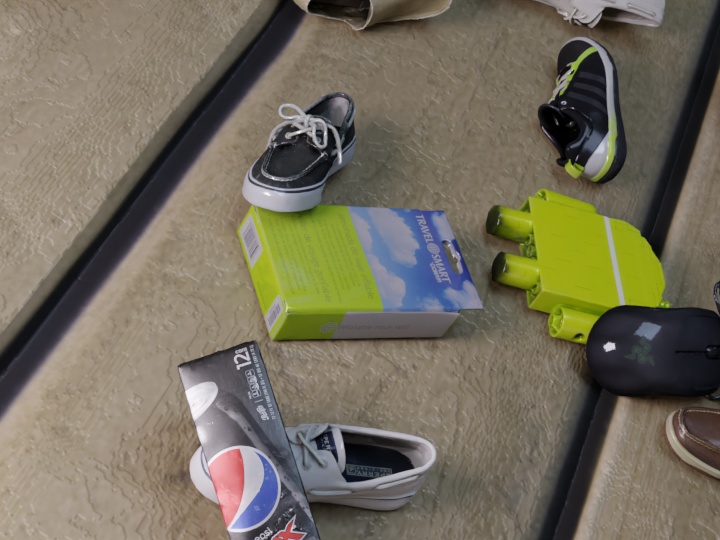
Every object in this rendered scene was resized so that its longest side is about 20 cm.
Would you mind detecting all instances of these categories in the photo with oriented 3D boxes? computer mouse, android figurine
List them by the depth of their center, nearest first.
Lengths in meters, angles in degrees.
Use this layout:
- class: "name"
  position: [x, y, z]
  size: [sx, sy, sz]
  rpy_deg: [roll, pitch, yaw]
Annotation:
- class: "computer mouse"
  position: [0.308, 0.071, 1.436]
  size: [0.199, 0.053, 0.139]
  rpy_deg: [-3, 91, -27]
- class: "android figurine"
  position: [0.219, -0.004, 1.487]
  size: [0.199, 0.041, 0.182]
  rpy_deg: [13, 48, -21]

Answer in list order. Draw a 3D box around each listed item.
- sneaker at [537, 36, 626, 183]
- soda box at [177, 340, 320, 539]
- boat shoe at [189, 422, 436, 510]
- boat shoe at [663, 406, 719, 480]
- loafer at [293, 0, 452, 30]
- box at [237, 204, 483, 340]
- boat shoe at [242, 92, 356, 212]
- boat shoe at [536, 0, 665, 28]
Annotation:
- class: "sneaker"
  position: [0.232, -0.182, 1.624]
  size: [0.083, 0.072, 0.200]
  rpy_deg: [10, 49, -22]
- class: "soda box"
  position: [-0.074, 0.158, 1.103]
  size: [0.063, 0.071, 0.201]
  rpy_deg: [-18, 76, -5]
- class: "boat shoe"
  position: [-0.034, 0.147, 1.186]
  size: [0.199, 0.065, 0.074]
  rpy_deg: [2, 54, -29]
- class: "boat shoe"
  position: [0.387, 0.161, 1.423]
  size: [0.202, 0.075, 0.075]
  rpy_deg: [16, 47, -19]
- class: "loafer"
  position: [0.011, -0.289, 1.584]
  size: [0.199, 0.076, 0.068]
  rpy_deg: [0, 55, -20]
- class: "box"
  position: [0.000, 0.000, 1.344]
  size: [0.199, 0.048, 0.122]
  rpy_deg: [1, 53, -30]
- class: "boat shoe"
  position: [-0.048, -0.113, 1.362]
  size: [0.073, 0.068, 0.199]
  rpy_deg: [19, 28, 17]
- class: "boat shoe"
  position: [0.267, -0.318, 1.769]
  size: [0.199, 0.072, 0.066]
  rpy_deg: [2, 87, -20]
